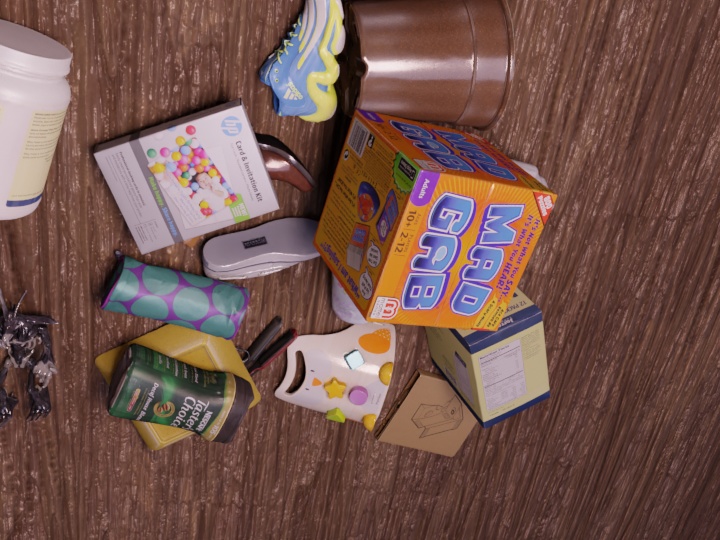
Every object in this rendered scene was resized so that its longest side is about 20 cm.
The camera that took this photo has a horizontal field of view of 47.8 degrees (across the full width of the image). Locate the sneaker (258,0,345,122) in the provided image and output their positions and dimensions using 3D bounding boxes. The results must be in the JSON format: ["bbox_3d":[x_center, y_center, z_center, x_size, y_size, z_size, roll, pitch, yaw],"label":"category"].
[{"bbox_3d":[-0.080,-0.288,1.081,0.105,0.076,0.200,-11,124,-19],"label":"sneaker"}]

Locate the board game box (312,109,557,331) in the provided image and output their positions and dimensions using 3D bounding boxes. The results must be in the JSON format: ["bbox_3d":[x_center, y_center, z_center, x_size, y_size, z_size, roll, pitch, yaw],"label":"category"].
[{"bbox_3d":[0.085,-0.064,1.047,0.200,0.200,0.200,6,117,-28],"label":"board game box"}]

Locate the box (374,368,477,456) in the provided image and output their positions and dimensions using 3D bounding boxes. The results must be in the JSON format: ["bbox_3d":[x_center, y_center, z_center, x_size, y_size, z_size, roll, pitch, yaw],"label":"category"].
[{"bbox_3d":[0.146,0.279,1.580,0.200,0.021,0.164,20,109,-33],"label":"box"}]

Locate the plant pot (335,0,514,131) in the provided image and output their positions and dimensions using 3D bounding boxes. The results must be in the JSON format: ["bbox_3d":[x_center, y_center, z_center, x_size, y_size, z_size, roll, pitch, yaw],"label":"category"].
[{"bbox_3d":[0.076,-0.285,1.095,0.198,0.200,0.201,-5,122,-15],"label":"plant pot"}]

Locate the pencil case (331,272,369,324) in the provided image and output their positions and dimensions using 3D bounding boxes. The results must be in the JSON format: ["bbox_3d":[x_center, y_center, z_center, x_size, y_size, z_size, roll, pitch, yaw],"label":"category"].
[{"bbox_3d":[0.000,0.000,1.257,0.091,0.083,0.200,15,142,11],"label":"pencil case"}]

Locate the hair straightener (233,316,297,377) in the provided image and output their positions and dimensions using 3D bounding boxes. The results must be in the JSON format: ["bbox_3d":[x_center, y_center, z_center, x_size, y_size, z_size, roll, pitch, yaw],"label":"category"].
[{"bbox_3d":[-0.198,0.144,1.324,0.200,0.041,0.077,-41,117,9],"label":"hair straightener"}]

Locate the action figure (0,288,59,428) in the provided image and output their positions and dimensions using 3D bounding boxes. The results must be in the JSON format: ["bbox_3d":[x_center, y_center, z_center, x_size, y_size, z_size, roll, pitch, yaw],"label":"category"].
[{"bbox_3d":[-0.479,0.129,1.131,0.119,0.102,0.200,-1,122,-12],"label":"action figure"}]

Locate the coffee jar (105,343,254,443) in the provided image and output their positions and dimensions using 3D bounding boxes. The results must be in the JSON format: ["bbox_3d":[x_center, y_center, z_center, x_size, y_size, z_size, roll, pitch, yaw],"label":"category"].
[{"bbox_3d":[-0.262,0.185,1.197,0.200,0.085,0.104,20,107,-24],"label":"coffee jar"}]

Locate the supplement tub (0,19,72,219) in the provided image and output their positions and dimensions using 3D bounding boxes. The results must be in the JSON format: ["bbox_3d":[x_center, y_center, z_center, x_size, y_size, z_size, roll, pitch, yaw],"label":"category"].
[{"bbox_3d":[-0.422,-0.175,0.938,0.145,0.145,0.200,12,113,-31],"label":"supplement tub"}]

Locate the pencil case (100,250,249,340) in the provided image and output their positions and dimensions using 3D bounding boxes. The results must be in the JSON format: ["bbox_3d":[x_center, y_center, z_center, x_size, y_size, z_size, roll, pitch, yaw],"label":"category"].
[{"bbox_3d":[-0.265,0.040,1.175,0.200,0.092,0.085,17,80,-22],"label":"pencil case"}]

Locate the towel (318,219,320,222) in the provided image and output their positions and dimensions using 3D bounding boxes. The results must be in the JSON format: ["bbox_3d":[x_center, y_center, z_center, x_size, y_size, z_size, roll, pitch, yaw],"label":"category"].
[{"bbox_3d":[0.037,-0.098,1.217,0.145,0.024,0.200,21,139,-18],"label":"towel"}]

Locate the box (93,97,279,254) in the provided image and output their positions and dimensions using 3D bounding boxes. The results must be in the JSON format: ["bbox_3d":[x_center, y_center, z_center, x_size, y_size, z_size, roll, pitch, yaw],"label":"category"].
[{"bbox_3d":[-0.227,-0.123,1.082,0.200,0.041,0.156,-18,120,-2],"label":"box"}]

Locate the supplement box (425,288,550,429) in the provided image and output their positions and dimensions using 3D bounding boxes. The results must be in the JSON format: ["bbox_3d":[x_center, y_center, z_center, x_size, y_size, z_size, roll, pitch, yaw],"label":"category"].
[{"bbox_3d":[0.209,0.118,1.396,0.134,0.200,0.200,-24,128,-12],"label":"supplement box"}]

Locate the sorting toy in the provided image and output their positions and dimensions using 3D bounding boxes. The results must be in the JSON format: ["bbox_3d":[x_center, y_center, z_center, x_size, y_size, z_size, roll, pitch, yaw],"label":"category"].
[{"bbox_3d":[-0.049,0.184,1.395,0.180,0.107,0.200,12,115,-10],"label":"sorting toy"}]

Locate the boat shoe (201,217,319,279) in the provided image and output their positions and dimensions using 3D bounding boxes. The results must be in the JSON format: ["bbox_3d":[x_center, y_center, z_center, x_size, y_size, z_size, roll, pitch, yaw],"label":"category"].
[{"bbox_3d":[-0.141,-0.029,1.226,0.200,0.074,0.065,-7,152,-17],"label":"boat shoe"}]

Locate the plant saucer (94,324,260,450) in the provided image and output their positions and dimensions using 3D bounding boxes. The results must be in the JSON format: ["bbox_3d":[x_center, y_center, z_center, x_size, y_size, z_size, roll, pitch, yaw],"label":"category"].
[{"bbox_3d":[-0.278,0.182,1.267,0.200,0.048,0.200,-24,118,-4],"label":"plant saucer"}]

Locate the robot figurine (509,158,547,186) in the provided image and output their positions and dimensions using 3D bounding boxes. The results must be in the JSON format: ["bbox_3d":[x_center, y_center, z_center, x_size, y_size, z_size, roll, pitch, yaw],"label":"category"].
[{"bbox_3d":[0.213,-0.120,1.304,0.200,0.113,0.170,2,143,-27],"label":"robot figurine"}]

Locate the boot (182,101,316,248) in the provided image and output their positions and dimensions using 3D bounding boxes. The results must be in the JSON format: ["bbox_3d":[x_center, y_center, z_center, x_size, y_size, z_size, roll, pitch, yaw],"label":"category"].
[{"bbox_3d":[-0.184,-0.107,1.148,0.188,0.068,0.200,31,104,-37],"label":"boot"}]
